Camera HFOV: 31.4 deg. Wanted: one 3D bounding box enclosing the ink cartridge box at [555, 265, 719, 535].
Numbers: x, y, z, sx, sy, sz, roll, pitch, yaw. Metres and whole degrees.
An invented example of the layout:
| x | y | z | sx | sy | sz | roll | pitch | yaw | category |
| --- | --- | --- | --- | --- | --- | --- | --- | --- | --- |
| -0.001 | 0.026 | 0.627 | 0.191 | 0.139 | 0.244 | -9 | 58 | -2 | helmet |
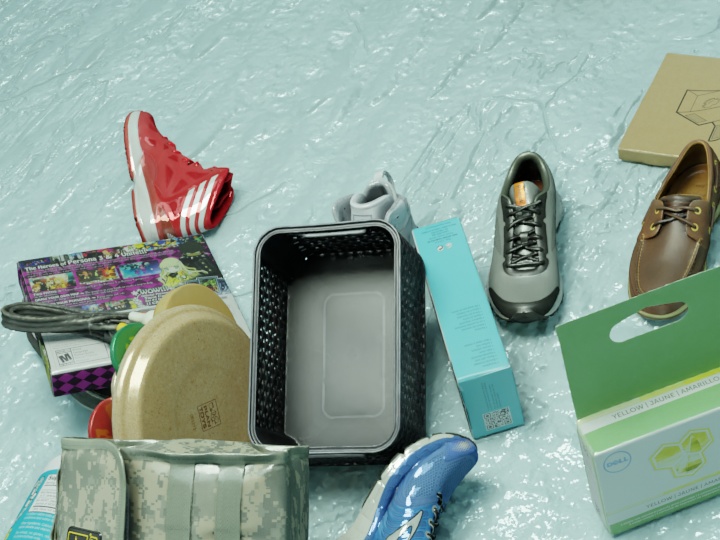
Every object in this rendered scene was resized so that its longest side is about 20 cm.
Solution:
| x | y | z | sx | sy | sz | roll | pitch | yaw | category |
| --- | --- | --- | --- | --- | --- | --- | --- | --- | --- |
| 0.236 | 0.103 | 0.977 | 0.145 | 0.201 | 0.048 | -20 | 41 | -1 | ink cartridge box |

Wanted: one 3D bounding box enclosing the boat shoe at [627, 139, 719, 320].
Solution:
| x | y | z | sx | sy | sz | roll | pitch | yaw | category |
| --- | --- | --- | --- | --- | --- | --- | --- | --- | --- |
| 0.294 | -0.042 | 1.197 | 0.072 | 0.068 | 0.201 | 8 | 50 | 26 | boat shoe |

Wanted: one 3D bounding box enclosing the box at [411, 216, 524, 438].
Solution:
| x | y | z | sx | sy | sz | roll | pitch | yaw | category |
| --- | --- | --- | --- | --- | --- | --- | --- | --- | --- |
| 0.096 | 0.048 | 1.168 | 0.049 | 0.083 | 0.201 | -16 | 44 | 2 | box |

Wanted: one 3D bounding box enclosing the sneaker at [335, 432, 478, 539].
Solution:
| x | y | z | sx | sy | sz | roll | pitch | yaw | category |
| --- | --- | --- | --- | --- | --- | --- | --- | --- | --- |
| 0.040 | 0.221 | 1.031 | 0.089 | 0.079 | 0.200 | 27 | 68 | 30 | sneaker |

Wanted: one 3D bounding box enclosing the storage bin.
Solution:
| x | y | z | sx | sy | sz | roll | pitch | yaw | category |
| --- | --- | --- | --- | --- | --- | --- | --- | --- | --- |
| -0.018 | 0.066 | 1.123 | 0.134 | 0.094 | 0.201 | -4 | 76 | 16 | storage bin |

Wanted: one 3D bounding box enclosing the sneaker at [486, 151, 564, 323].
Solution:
| x | y | z | sx | sy | sz | roll | pitch | yaw | category |
| --- | --- | --- | --- | --- | --- | --- | --- | --- | --- |
| 0.155 | -0.032 | 1.230 | 0.073 | 0.080 | 0.201 | -4 | 47 | 13 | sneaker |

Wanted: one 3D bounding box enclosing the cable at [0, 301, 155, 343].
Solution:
| x | y | z | sx | sy | sz | roll | pitch | yaw | category |
| --- | --- | --- | --- | --- | --- | --- | --- | --- | --- |
| -0.234 | 0.042 | 1.202 | 0.199 | 0.051 | 0.097 | 15 | 27 | 11 | cable |

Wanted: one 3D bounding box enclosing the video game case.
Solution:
| x | y | z | sx | sy | sz | roll | pitch | yaw | category |
| --- | --- | --- | --- | --- | --- | --- | --- | --- | --- |
| -0.227 | 0.039 | 1.279 | 0.199 | 0.036 | 0.182 | -10 | 40 | -21 | video game case |

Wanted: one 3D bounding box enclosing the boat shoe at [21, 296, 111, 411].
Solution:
| x | y | z | sx | sy | sz | roll | pitch | yaw | category |
| --- | --- | --- | --- | --- | --- | --- | --- | --- | --- |
| -0.283 | 0.082 | 1.287 | 0.067 | 0.057 | 0.200 | -40 | 47 | -21 | boat shoe |

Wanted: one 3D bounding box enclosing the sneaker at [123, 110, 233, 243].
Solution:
| x | y | z | sx | sy | sz | roll | pitch | yaw | category |
| --- | --- | --- | --- | --- | --- | --- | --- | --- | --- |
| -0.202 | -0.109 | 1.452 | 0.115 | 0.079 | 0.201 | -11 | 55 | -4 | sneaker |

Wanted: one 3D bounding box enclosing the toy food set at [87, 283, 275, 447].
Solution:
| x | y | z | sx | sy | sz | roll | pitch | yaw | category |
| --- | --- | --- | --- | --- | --- | --- | --- | --- | --- |
| -0.147 | 0.125 | 1.100 | 0.048 | 0.201 | 0.198 | -7 | 24 | 36 | toy food set |

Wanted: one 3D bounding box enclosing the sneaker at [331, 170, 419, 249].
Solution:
| x | y | z | sx | sy | sz | roll | pitch | yaw | category |
| --- | --- | --- | --- | --- | --- | --- | --- | --- | --- |
| 0.000 | 0.000 | 1.226 | 0.075 | 0.115 | 0.200 | 8 | 50 | 27 | sneaker |

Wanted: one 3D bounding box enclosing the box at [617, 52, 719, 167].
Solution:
| x | y | z | sx | sy | sz | roll | pitch | yaw | category |
| --- | --- | --- | --- | --- | --- | --- | --- | --- | --- |
| 0.386 | -0.160 | 1.315 | 0.199 | 0.021 | 0.164 | 11 | 51 | 29 | box |

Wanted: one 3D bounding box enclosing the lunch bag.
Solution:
| x | y | z | sx | sy | sz | roll | pitch | yaw | category |
| --- | --- | --- | --- | --- | --- | --- | --- | --- | --- |
| -0.143 | 0.209 | 0.962 | 0.199 | 0.118 | 0.165 | 0 | 86 | 10 | lunch bag |

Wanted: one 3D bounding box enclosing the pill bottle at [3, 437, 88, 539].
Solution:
| x | y | z | sx | sy | sz | roll | pitch | yaw | category |
| --- | --- | --- | --- | --- | --- | --- | --- | --- | --- |
| -0.241 | 0.232 | 1.084 | 0.110 | 0.111 | 0.201 | 4 | 47 | 23 | pill bottle |
